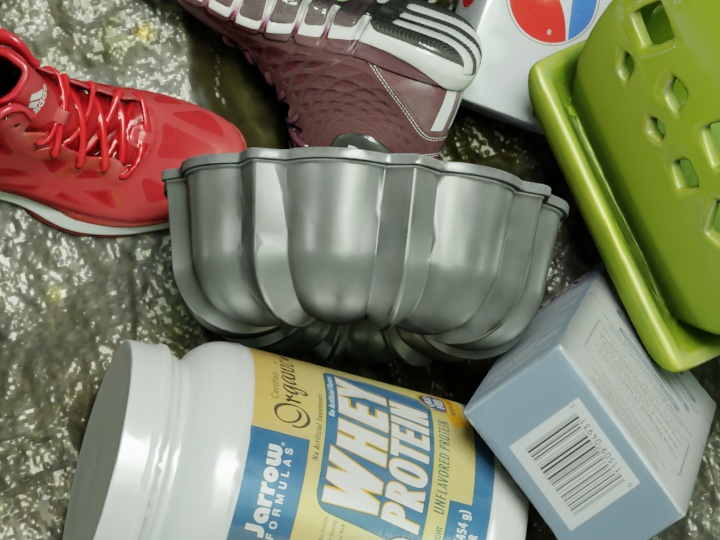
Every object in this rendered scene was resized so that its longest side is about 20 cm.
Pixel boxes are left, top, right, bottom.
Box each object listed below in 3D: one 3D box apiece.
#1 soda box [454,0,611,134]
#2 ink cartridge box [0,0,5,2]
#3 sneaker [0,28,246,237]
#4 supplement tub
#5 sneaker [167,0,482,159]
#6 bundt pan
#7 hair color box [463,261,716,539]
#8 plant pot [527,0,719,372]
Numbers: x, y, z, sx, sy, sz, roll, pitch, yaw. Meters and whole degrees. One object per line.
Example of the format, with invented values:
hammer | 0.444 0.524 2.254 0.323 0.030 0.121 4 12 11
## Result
soda box | 0.103 -0.176 1.295 0.068 0.064 0.201 19 91 -13
ink cartridge box | -0.213 -0.249 1.236 0.115 0.067 0.202 11 78 -13
sneaker | -0.143 -0.066 1.201 0.198 0.115 0.079 1 80 -16
supplement tub | -0.033 0.117 1.187 0.198 0.145 0.146 15 77 -14
sneaker | -0.043 -0.098 1.263 0.199 0.116 0.076 22 29 15
bundt pan | 0.000 0.000 1.186 0.200 0.202 0.076 7 78 -15
hair color box | 0.117 0.068 1.214 0.060 0.200 0.099 -36 92 17
plant pot | 0.211 -0.071 1.220 0.199 0.181 0.200 -22 85 -40
